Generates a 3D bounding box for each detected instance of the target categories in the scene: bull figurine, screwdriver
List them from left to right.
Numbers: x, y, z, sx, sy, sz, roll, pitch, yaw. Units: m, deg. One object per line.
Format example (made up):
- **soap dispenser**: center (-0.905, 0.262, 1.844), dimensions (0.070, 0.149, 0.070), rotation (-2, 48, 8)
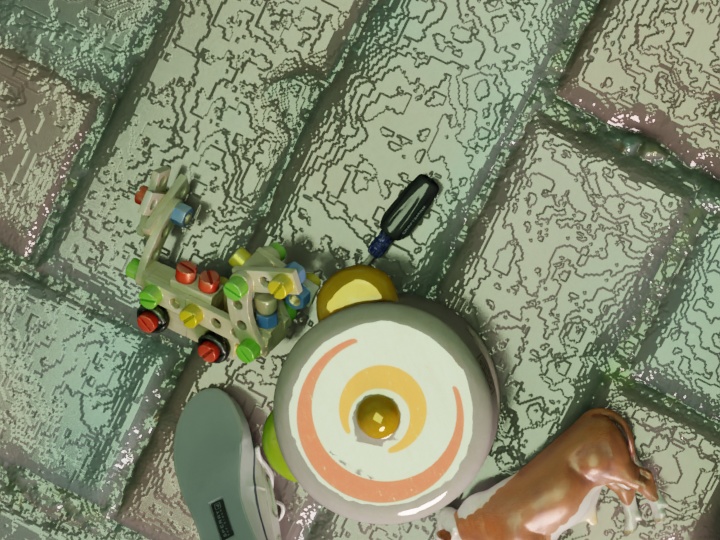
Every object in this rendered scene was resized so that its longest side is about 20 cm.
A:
- **screwdriver**: center (0.000, 0.000, 1.753), dimensions (0.028, 0.029, 0.200), rotation (38, 98, 5)
- **bull figurine**: center (0.158, 0.205, 1.725), dimensions (0.200, 0.065, 0.121), rotation (-41, 91, 11)

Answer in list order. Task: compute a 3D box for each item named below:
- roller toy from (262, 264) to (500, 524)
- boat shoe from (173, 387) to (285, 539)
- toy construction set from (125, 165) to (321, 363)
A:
- **roller toy**: center (0.024, 0.111, 1.700), dimensions (0.182, 0.140, 0.200), rotation (25, 97, 6)
- **boat shoe**: center (-0.099, 0.201, 1.761), dimensions (0.075, 0.086, 0.202), rotation (-27, 60, 14)
- **toy construction set**: center (-0.128, 0.004, 1.728), dimensions (0.200, 0.092, 0.131), rotation (36, 137, 28)
